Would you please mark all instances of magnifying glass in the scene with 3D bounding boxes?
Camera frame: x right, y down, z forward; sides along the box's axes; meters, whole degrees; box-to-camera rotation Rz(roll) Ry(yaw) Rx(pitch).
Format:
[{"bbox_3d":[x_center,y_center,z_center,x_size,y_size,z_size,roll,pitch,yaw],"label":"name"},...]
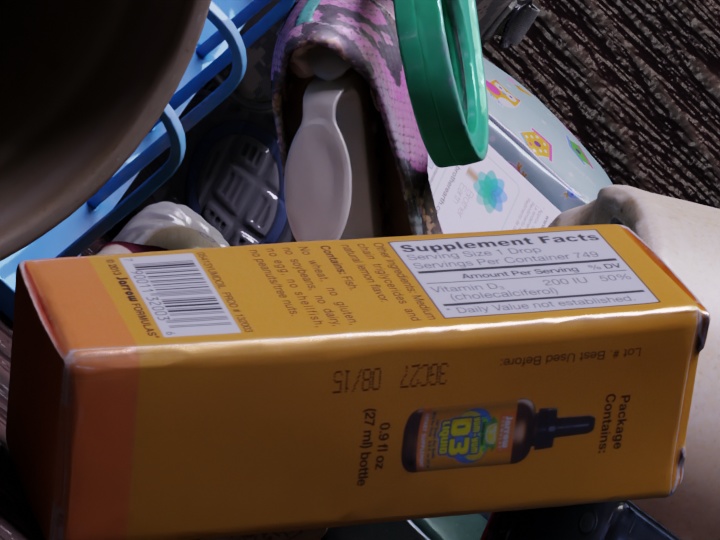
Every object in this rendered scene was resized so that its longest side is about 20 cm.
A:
[{"bbox_3d":[0.029,-0.118,1.027,0.080,0.022,0.201,69,14,-44],"label":"magnifying glass"}]

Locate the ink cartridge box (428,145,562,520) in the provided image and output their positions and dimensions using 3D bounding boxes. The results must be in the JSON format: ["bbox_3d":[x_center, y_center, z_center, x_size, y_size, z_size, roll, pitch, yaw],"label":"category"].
[{"bbox_3d":[0.063,0.036,1.149,0.200,0.120,0.042,40,-36,-20],"label":"ink cartridge box"}]

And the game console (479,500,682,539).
[{"bbox_3d":[0.111,0.179,0.903,0.118,0.173,0.200,13,-18,45],"label":"game console"}]

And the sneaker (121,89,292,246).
[{"bbox_3d":[-0.076,-0.050,1.208,0.200,0.075,0.087,36,-1,4],"label":"sneaker"}]

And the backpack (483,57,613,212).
[{"bbox_3d":[0.038,-0.033,1.486,0.176,0.153,0.200,38,2,-5],"label":"backpack"}]

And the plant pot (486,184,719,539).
[{"bbox_3d":[0.149,0.059,1.077,0.183,0.201,0.201,21,17,-21],"label":"plant pot"}]

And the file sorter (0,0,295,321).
[{"bbox_3d":[-0.092,-0.113,0.986,0.139,0.123,0.200,43,45,-12],"label":"file sorter"}]

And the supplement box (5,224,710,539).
[{"bbox_3d":[-0.001,0.032,0.853,0.199,0.067,0.069,-2,27,-18],"label":"supplement box"}]

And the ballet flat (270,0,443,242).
[{"bbox_3d":[0.000,0.000,1.007,0.071,0.069,0.201,-43,127,-58],"label":"ballet flat"}]

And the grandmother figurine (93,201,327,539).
[{"bbox_3d":[-0.054,0.033,1.005,0.200,0.060,0.122,-115,179,-63],"label":"grandmother figurine"}]

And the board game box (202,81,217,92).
[{"bbox_3d":[-0.125,-0.114,1.317,0.200,0.028,0.135,45,-16,10],"label":"board game box"}]

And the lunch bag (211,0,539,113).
[{"bbox_3d":[-0.021,-0.167,1.191,0.200,0.139,0.168,50,24,11],"label":"lunch bag"}]

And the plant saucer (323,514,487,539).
[{"bbox_3d":[0.021,0.098,1.131,0.200,0.036,0.200,44,7,-7],"label":"plant saucer"}]

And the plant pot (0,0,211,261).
[{"bbox_3d":[-0.161,-0.113,0.779,0.200,0.200,0.173,39,1,-35],"label":"plant pot"}]
